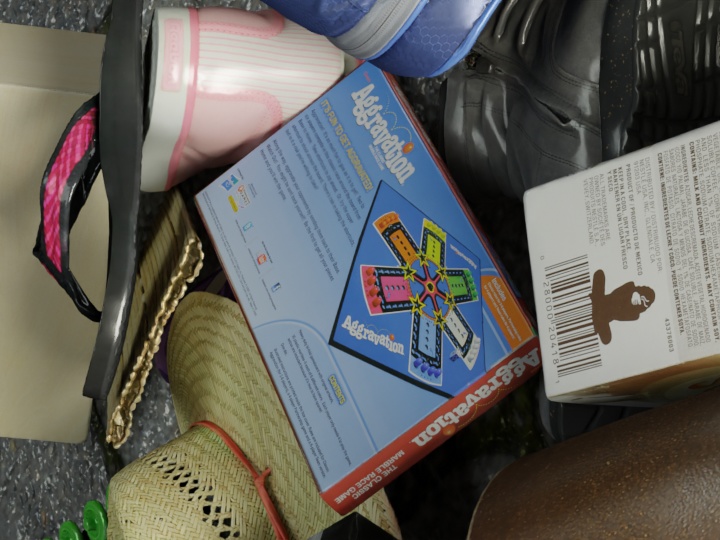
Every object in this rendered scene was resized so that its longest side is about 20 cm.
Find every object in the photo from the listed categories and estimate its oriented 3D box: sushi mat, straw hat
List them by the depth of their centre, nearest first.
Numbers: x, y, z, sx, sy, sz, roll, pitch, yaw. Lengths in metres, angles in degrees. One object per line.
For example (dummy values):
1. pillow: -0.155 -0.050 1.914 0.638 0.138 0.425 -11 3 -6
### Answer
1. straw hat: -0.065 0.116 1.045 0.201 0.085 0.202 41 144 39
2. sushi mat: -0.097 0.015 1.116 0.096 0.012 0.200 -65 10 6

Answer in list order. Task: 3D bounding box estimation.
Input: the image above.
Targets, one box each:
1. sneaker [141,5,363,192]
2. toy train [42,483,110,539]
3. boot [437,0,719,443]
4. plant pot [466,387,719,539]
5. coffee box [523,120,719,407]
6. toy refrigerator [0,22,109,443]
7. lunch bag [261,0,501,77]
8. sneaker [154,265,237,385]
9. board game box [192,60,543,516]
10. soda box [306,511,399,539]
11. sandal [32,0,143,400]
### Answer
1. sneaker: -0.053 -0.078 1.127 0.200 0.104 0.076 150 119 -79
2. toy train: -0.132 0.153 1.202 0.200 0.042 0.057 -40 66 53
3. boot: 0.080 -0.029 0.964 0.131 0.070 0.201 4 81 55
4. plant pot: 0.167 0.099 0.768 0.200 0.187 0.188 -34 61 31
5. coffee box: 0.165 -0.009 0.811 0.200 0.114 0.080 -19 72 48
6. toy refrigerator: -0.160 -0.018 1.193 0.070 0.076 0.201 -97 15 -57
7. lunch bag: 0.030 -0.179 0.943 0.200 0.132 0.136 -58 16 1
8. sneaker: -0.036 0.012 1.080 0.200 0.083 0.081 -22 70 49
9. board game box: 0.000 0.000 0.974 0.103 0.019 0.200 -38 40 10
10. soda box: -0.043 0.170 0.969 0.200 0.071 0.063 -34 30 42
11. sandal: -0.119 -0.043 1.056 0.075 0.045 0.201 133 138 -76
